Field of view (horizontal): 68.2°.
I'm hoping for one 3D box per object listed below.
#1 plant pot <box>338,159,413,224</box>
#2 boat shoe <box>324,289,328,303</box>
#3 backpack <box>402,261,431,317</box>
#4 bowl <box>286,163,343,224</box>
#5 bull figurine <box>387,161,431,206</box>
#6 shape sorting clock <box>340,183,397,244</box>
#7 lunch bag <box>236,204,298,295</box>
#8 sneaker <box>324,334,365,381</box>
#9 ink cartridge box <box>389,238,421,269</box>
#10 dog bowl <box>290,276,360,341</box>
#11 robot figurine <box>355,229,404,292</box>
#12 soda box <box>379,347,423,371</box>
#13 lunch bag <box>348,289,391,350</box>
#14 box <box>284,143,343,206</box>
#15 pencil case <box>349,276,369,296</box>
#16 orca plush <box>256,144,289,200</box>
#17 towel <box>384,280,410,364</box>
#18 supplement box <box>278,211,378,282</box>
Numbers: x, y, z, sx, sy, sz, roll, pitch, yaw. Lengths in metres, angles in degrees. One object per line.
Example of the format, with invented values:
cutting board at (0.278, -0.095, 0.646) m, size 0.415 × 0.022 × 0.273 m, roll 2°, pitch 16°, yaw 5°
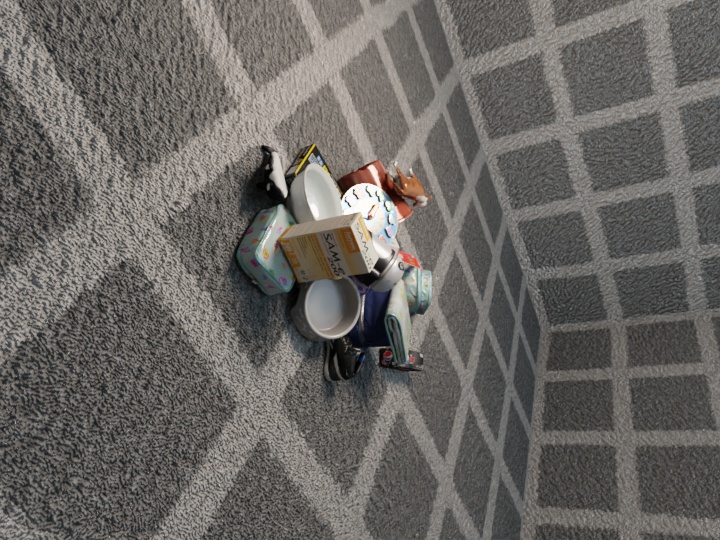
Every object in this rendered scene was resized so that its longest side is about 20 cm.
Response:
plant pot at (0.036, -0.231, 1.677) m, size 0.196 × 0.200 × 0.201 m, roll 63°, pitch 32°, yaw -11°
boat shoe at (-0.095, 0.007, 1.481) m, size 0.065 × 0.072 × 0.201 m, roll 27°, pitch 64°, yaw -61°
backpack at (0.160, 0.061, 1.760) m, size 0.200 × 0.150 × 0.178 m, roll 82°, pitch 12°, yaw -69°
bowl at (-0.128, -0.167, 1.381) m, size 0.201 × 0.090 × 0.201 m, roll 48°, pitch 34°, yaw -48°
bull figurine at (0.149, -0.262, 1.643) m, size 0.122 × 0.065 × 0.200 m, roll 61°, pitch 20°, yaw 14°
shape sorting clock at (0.027, -0.154, 1.541) m, size 0.200 × 0.039 × 0.201 m, roll 7°, pitch 75°, yaw -28°
lunch bag at (-0.207, -0.044, 1.286) m, size 0.161 × 0.077 × 0.200 m, roll 57°, pitch 36°, yaw -37°
sneaker at (-0.036, 0.205, 1.473) m, size 0.073 × 0.112 × 0.201 m, roll 29°, pitch 57°, yaw -55°
ink cartridge box at (0.106, -0.071, 1.688) m, size 0.200 × 0.176 × 0.045 m, roll -90°, pitch -162°, yaw -78°
dog bowl at (-0.085, 0.090, 1.396) m, size 0.200 × 0.059 × 0.201 m, roll -1°, pitch 92°, yaw -36°
robot figurine at (0.025, -0.032, 1.428) m, size 0.200 × 0.125 × 0.150 m, roll 39°, pitch 60°, yaw -5°
soda box at (0.141, 0.302, 1.797) m, size 0.200 × 0.071 × 0.063 m, roll 25°, pitch 61°, yaw -55°
lunch bag at (0.031, 0.142, 1.597) m, size 0.136 × 0.132 × 0.200 m, roll 64°, pitch 29°, yaw -58°
box at (-0.126, -0.234, 1.519) m, size 0.200 × 0.049 × 0.160 m, roll 60°, pitch 33°, yaw -32°
pencil case at (0.000, 0.000, 1.572) m, size 0.086 × 0.084 × 0.200 m, roll 62°, pitch 16°, yaw -19°
orca plush at (-0.231, -0.235, 1.314) m, size 0.105 × 0.071 × 0.200 m, roll 64°, pitch 7°, yaw -59°
towel at (0.111, 0.151, 1.555) m, size 0.171 × 0.048 × 0.200 m, roll -77°, pitch 160°, yaw -54°
supplement box at (-0.074, -0.051, 1.240) m, size 0.126 × 0.200 × 0.074 m, roll 67°, pitch 31°, yaw -25°
